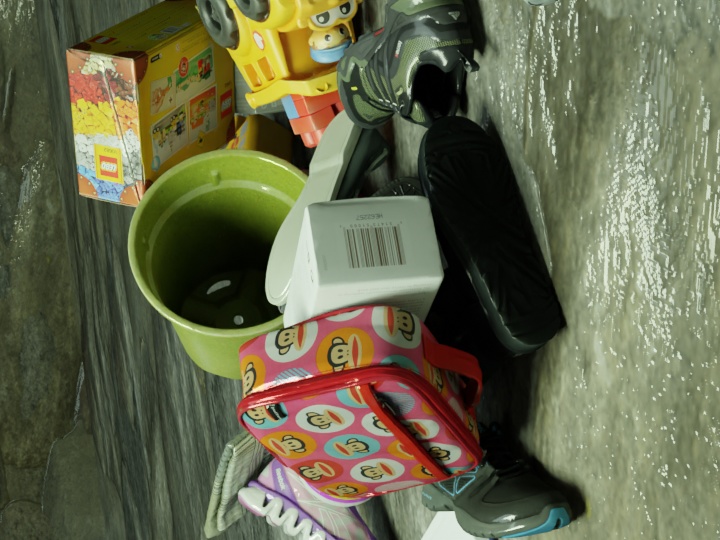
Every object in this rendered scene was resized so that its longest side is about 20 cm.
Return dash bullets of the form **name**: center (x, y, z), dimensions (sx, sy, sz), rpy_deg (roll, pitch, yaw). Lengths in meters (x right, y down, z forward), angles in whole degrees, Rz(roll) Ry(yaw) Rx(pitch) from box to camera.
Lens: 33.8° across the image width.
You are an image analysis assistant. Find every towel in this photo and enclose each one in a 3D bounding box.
- **towel**: center (-0.089, 0.204, 1.333), dimensions (0.034, 0.192, 0.201), rpy_deg (41, 141, 19)

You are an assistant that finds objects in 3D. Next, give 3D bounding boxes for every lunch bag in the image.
- **lunch bag**: center (0.014, 0.103, 0.924), dimensions (0.200, 0.174, 0.083), rpy_deg (50, -149, -51)

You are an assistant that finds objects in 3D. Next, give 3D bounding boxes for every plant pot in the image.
- **plant pot**: center (-0.125, 0.014, 1.193), dimensions (0.185, 0.197, 0.203), rpy_deg (97, 154, -61)

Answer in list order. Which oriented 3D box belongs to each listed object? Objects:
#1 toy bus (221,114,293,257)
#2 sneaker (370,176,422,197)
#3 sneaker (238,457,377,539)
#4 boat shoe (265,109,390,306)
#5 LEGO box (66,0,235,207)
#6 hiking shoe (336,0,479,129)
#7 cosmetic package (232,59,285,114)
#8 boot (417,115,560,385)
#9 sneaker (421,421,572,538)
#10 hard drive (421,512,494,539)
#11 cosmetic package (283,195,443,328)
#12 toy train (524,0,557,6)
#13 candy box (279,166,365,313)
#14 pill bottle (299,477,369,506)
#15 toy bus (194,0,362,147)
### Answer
- **toy bus**: center (-0.120, -0.106, 1.337), dimensions (0.078, 0.064, 0.202), rpy_deg (-45, 29, 35)
- **sneaker**: center (0.003, 0.002, 1.111), dimensions (0.202, 0.059, 0.104), rpy_deg (-60, -1, 5)
- **sneaker**: center (-0.031, 0.264, 1.286), dimensions (0.199, 0.089, 0.080), rpy_deg (33, 163, -4)
- **boat shoe**: center (-0.025, -0.051, 1.089), dimensions (0.072, 0.061, 0.203), rpy_deg (-6, 57, 53)
- **LEGO box**: center (-0.205, -0.176, 1.199), dimensions (0.076, 0.200, 0.151), rpy_deg (12, 120, 18)
- **hiking shoe**: center (0.036, -0.155, 0.993), dimensions (0.200, 0.075, 0.102), rpy_deg (131, 128, -62)
- **cosmetic package**: center (-0.107, -0.273, 1.278), dimensions (0.107, 0.089, 0.204), rpy_deg (-158, 62, -64)
- **boot**: center (0.074, -0.002, 0.973), dimensions (0.203, 0.075, 0.168), rpy_deg (67, 152, 11)
- **sneaker**: center (0.105, 0.172, 0.991), dimensions (0.199, 0.072, 0.084), rpy_deg (2, 94, 64)
- **hard drive**: center (0.115, 0.320, 1.096), dimensions (0.133, 0.025, 0.202), rpy_deg (110, 143, -52)
- **cosmetic package**: center (-0.004, 0.023, 0.947), dimensions (0.201, 0.100, 0.075), rpy_deg (111, 153, -62)
- **toy train**: center (0.095, -0.274, 0.797), dimensions (0.115, 0.084, 0.202), rpy_deg (94, 154, -60)
- **candy box**: center (-0.030, 0.008, 1.253), dimensions (0.137, 0.060, 0.202), rpy_deg (-124, 30, -42)
- **pill bottle**: center (-0.002, 0.150, 1.198), dimensions (0.201, 0.103, 0.105), rpy_deg (109, 143, -51)
- **toy bus**: center (-0.052, -0.218, 1.128), dimensions (0.199, 0.134, 0.195), rpy_deg (-3, 111, 65)
